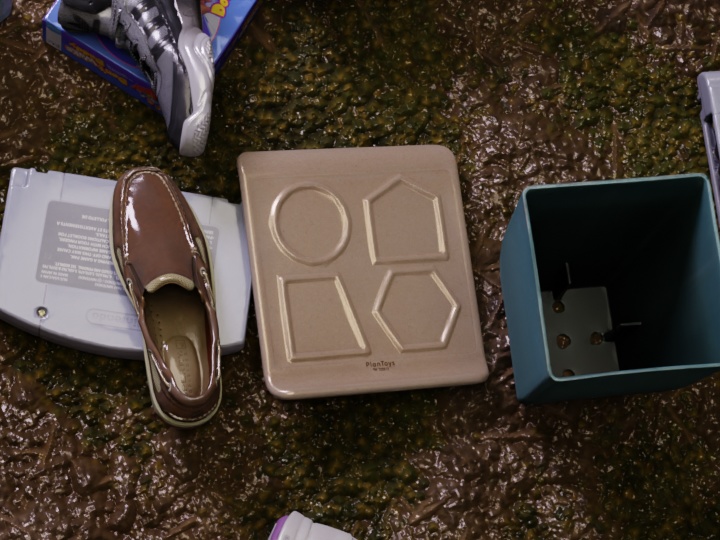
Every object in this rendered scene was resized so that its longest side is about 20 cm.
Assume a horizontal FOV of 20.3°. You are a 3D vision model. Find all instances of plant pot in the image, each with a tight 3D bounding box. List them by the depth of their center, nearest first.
[{"bbox_3d":[0.176,0.029,1.510,0.140,0.200,0.143,-4,76,-10],"label":"plant pot"}]

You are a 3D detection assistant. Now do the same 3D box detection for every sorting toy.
[{"bbox_3d":[0.000,0.000,1.565,0.183,0.036,0.202,-3,74,-21],"label":"sorting toy"}]

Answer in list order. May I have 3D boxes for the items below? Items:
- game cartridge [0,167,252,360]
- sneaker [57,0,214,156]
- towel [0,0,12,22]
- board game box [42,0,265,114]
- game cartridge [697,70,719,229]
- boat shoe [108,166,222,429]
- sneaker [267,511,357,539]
[{"bbox_3d":[-0.181,0.000,1.549,0.198,0.042,0.135,9,77,-6],"label":"game cartridge"},{"bbox_3d":[-0.173,-0.177,1.533,0.113,0.076,0.202,-5,70,-9],"label":"sneaker"},{"bbox_3d":[-0.358,-0.212,1.508,0.198,0.171,0.049,-17,79,-14],"label":"towel"},{"bbox_3d":[-0.146,-0.236,1.614,0.134,0.045,0.201,32,72,0],"label":"board game box"},{"bbox_3d":[0.356,-0.072,1.654,0.132,0.040,0.202,-4,75,-14],"label":"game cartridge"},{"bbox_3d":[-0.139,0.012,1.494,0.074,0.075,0.204,-14,77,-12],"label":"boat shoe"},{"bbox_3d":[-0.042,0.281,1.470,0.099,0.075,0.202,17,73,-3],"label":"sneaker"}]
